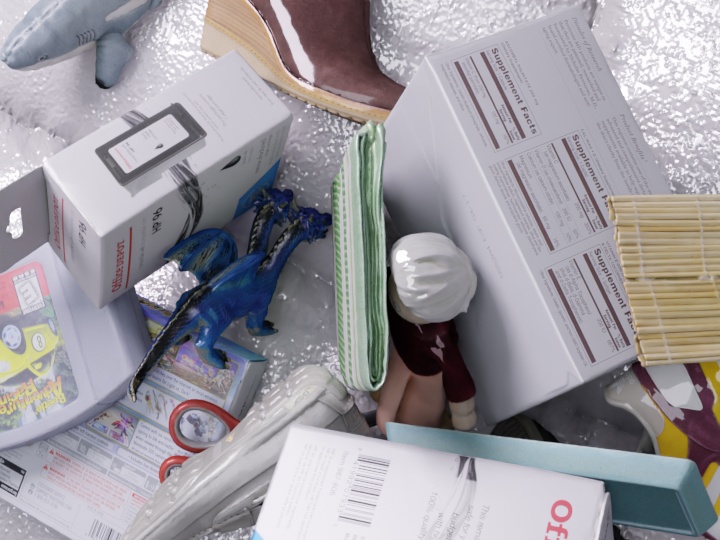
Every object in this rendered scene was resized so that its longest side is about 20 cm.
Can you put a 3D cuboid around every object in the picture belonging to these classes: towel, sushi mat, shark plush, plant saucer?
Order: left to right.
[{"bbox_3d":[-0.180,-0.216,0.856,0.199,0.083,0.092,-33,79,14],"label":"shark plush"},{"bbox_3d":[0.000,0.000,0.736,0.023,0.200,0.155,-1,84,-6],"label":"towel"},{"bbox_3d":[0.109,0.126,0.690,0.198,0.070,0.019,2,53,33],"label":"plant saucer"},{"bbox_3d":[0.233,0.002,0.647,0.197,0.012,0.097,-2,76,-18],"label":"sushi mat"}]

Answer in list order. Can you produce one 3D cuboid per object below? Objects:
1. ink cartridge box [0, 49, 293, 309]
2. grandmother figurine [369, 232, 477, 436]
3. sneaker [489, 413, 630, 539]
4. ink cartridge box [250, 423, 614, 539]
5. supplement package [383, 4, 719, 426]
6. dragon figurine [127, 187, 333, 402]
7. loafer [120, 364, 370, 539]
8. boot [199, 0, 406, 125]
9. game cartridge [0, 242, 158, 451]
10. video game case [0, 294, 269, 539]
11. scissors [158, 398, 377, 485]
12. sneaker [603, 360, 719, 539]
[{"bbox_3d":[-0.148,-0.050,0.776,0.199,0.116,0.068,-36,77,-25],"label":"ink cartridge box"},{"bbox_3d":[0.038,0.047,0.719,0.060,0.201,0.121,-31,62,-19],"label":"grandmother figurine"},{"bbox_3d":[0.151,0.190,0.757,0.075,0.105,0.202,-48,46,38],"label":"sneaker"},{"bbox_3d":[0.036,0.186,0.664,0.197,0.085,0.146,7,59,22],"label":"ink cartridge box"},{"bbox_3d":[0.105,-0.027,0.710,0.110,0.156,0.202,-21,80,-19],"label":"supplement package"},{"bbox_3d":[-0.099,0.009,0.794,0.058,0.199,0.101,28,127,30],"label":"dragon figurine"},{"bbox_3d":[-0.082,0.148,0.776,0.199,0.070,0.070,-39,102,9],"label":"loafer"},{"bbox_3d":[-0.014,-0.201,0.810,0.198,0.072,0.168,28,98,20],"label":"boot"},{"bbox_3d":[-0.252,0.060,0.849,0.198,0.041,0.135,-22,86,15],"label":"game cartridge"},{"bbox_3d":[-0.191,0.110,0.869,0.198,0.045,0.183,24,96,16],"label":"video game case"},{"bbox_3d":[-0.045,0.127,0.818,0.197,0.014,0.074,-1,95,-4],"label":"scissors"},{"bbox_3d":[0.216,0.137,0.709,0.089,0.075,0.202,-22,103,10],"label":"sneaker"}]
